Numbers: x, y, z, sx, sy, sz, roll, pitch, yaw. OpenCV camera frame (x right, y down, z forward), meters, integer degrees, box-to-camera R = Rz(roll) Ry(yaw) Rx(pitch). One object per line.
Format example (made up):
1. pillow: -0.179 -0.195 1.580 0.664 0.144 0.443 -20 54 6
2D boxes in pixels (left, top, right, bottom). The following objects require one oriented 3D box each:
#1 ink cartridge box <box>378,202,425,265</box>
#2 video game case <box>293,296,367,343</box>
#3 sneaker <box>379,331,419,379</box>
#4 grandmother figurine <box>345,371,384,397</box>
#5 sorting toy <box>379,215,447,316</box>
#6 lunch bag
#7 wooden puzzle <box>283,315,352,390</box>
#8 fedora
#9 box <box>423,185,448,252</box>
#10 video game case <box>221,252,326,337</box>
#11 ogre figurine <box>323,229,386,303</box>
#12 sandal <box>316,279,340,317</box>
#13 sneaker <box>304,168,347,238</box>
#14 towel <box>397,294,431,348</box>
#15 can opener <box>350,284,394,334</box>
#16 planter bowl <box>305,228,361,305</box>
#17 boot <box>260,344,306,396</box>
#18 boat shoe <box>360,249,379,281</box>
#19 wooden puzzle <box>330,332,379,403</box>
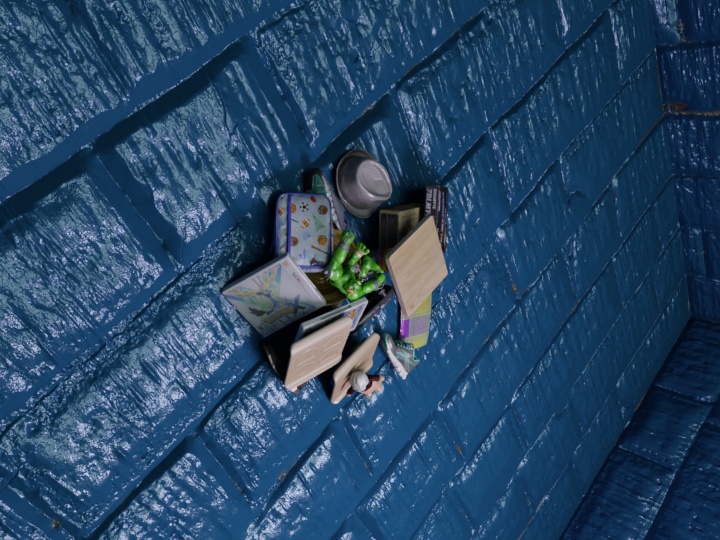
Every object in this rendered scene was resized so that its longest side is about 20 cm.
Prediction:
1. ink cartridge box: 0.128 -0.105 1.708 0.199 0.073 0.170 -20 115 -58
2. video game case: -0.080 0.145 1.495 0.197 0.018 0.144 -21 152 -31
3. sneaker: 0.123 0.247 1.809 0.090 0.078 0.202 -34 131 -5
4. grandmother figurine: 0.009 0.325 1.662 0.120 0.061 0.200 -36 158 -2
5. sorting toy: 0.141 -0.018 1.609 0.200 0.069 0.202 -43 128 -30
6. lunch bag: -0.149 -0.091 1.458 0.156 0.075 0.206 2 81 -13
7. wooden puzzle: -0.115 0.202 1.475 0.182 0.046 0.202 -26 151 -28
8. fedora: 0.023 -0.241 1.603 0.200 0.089 0.180 41 67 -38
9. box: 0.230 -0.154 1.766 0.198 0.048 0.206 -17 110 -74
10. video game case: -0.213 0.065 1.441 0.197 0.022 0.183 -27 126 14
11. ogre figurine: -0.017 0.003 1.464 0.120 0.098 0.201 -48 151 -7
12. sandal: -0.091 0.126 1.623 0.074 0.048 0.206 6 95 -32
13. sneaker: -0.088 -0.187 1.558 0.088 0.073 0.204 -52 133 -50
14. towel: 0.176 0.154 1.881 0.141 0.023 0.206 -10 107 -40
15. can opener: 0.030 0.116 1.717 0.200 0.063 0.080 -43 125 -26
16. planter bowl: -0.102 -0.006 1.541 0.195 0.083 0.207 2 82 -15
17. boot: -0.159 0.220 1.554 0.174 0.069 0.202 -42 125 -13
18. boat shoe: 0.000 0.000 1.660 0.197 0.070 0.065 -23 113 -37
19. wooden puzzle: -0.026 0.277 1.672 0.185 0.046 0.202 -44 160 -26
